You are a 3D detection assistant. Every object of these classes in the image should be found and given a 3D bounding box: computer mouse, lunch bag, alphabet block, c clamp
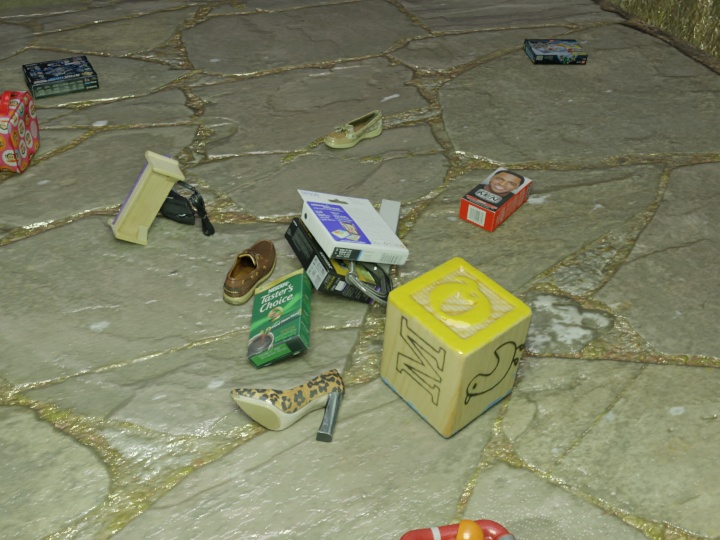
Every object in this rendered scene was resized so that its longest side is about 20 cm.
[{"bbox_3d":[-0.424,-0.157,1.739,0.198,0.142,0.046,30,58,29],"label":"computer mouse"},{"bbox_3d":[-0.880,-0.363,1.912,0.080,0.179,0.202,1,38,-5],"label":"lunch bag"},{"bbox_3d":[0.166,0.133,1.366,0.193,0.204,0.195,-27,48,-33],"label":"alphabet block"},{"bbox_3d":[0.000,0.000,1.551,0.169,0.027,0.201,33,19,-21],"label":"c clamp"}]

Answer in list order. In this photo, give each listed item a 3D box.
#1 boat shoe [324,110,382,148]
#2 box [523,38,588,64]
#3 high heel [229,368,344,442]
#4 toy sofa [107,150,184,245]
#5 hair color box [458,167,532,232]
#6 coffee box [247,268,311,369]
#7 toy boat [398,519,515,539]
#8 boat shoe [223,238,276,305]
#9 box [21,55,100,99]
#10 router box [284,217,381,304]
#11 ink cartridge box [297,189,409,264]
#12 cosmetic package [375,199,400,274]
[{"bbox_3d":[-0.020,-0.401,2.136,0.198,0.064,0.073,-28,49,-34],"label":"boat shoe"},{"bbox_3d":[0.696,-0.783,2.705,0.194,0.038,0.138,-2,39,-8],"label":"box"},{"bbox_3d":[-0.126,0.212,1.347,0.196,0.072,0.144,21,45,-6],"label":"high heel"},{"bbox_3d":[-0.482,-0.167,1.681,0.082,0.202,0.098,14,30,-46],"label":"toy sofa"},{"bbox_3d":[0.341,-0.181,1.900,0.100,0.062,0.199,26,43,27],"label":"hair color box"},{"bbox_3d":[-0.158,0.092,1.485,0.121,0.044,0.202,-22,36,16],"label":"coffee box"},{"bbox_3d":[0.145,0.410,1.087,0.195,0.133,0.132,-5,38,-12],"label":"toy boat"},{"bbox_3d":[-0.234,-0.011,1.625,0.070,0.069,0.201,14,39,13],"label":"boat shoe"},{"bbox_3d":[-0.911,-0.590,2.297,0.196,0.047,0.159,-18,44,-26],"label":"box"},{"bbox_3d":[-0.058,-0.021,1.612,0.155,0.053,0.201,16,27,-39],"label":"router box"},{"bbox_3d":[-0.022,-0.091,1.586,0.194,0.044,0.201,5,35,-36],"label":"ink cartridge box"},{"bbox_3d":[0.056,-0.070,1.717,0.049,0.084,0.202,8,39,5],"label":"cosmetic package"}]
